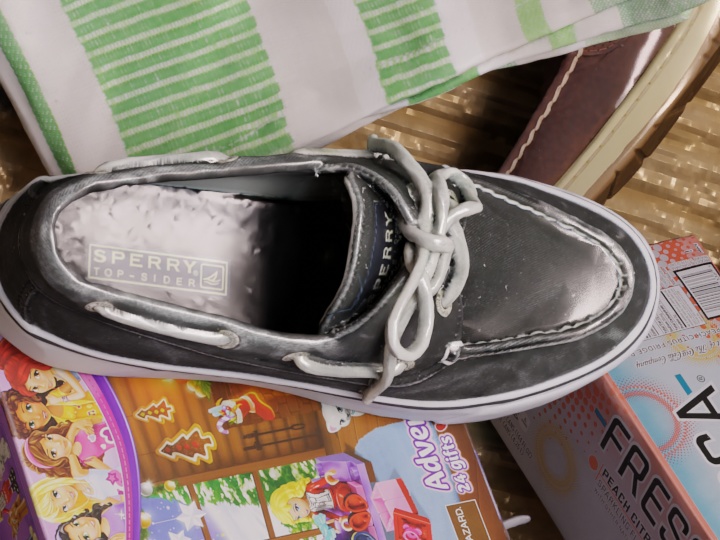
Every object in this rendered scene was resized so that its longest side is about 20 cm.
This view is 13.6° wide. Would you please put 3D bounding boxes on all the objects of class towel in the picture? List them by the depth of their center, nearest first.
[{"bbox_3d":[-0.022,-0.103,0.812,0.153,0.199,0.023,63,23,-18],"label":"towel"}]

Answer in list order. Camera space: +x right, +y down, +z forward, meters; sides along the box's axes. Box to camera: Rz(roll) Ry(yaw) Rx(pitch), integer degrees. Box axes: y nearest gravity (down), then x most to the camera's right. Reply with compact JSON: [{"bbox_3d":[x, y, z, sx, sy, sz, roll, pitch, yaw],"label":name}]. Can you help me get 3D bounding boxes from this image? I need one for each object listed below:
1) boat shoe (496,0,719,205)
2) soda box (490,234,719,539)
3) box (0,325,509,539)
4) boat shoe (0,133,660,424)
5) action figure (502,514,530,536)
[{"bbox_3d":[0.084,-0.091,0.941,0.072,0.072,0.200,36,95,7],"label":"boat shoe"},{"bbox_3d":[0.115,0.087,0.912,0.063,0.200,0.069,-13,145,-28],"label":"soda box"},{"bbox_3d":[-0.019,0.101,0.825,0.136,0.039,0.201,-10,68,-29],"label":"box"},{"bbox_3d":[0.000,-0.003,0.816,0.198,0.068,0.074,9,76,-22],"label":"boat shoe"},{"bbox_3d":[-0.031,0.104,0.880,0.199,0.069,0.131,-17,65,-27],"label":"action figure"}]
